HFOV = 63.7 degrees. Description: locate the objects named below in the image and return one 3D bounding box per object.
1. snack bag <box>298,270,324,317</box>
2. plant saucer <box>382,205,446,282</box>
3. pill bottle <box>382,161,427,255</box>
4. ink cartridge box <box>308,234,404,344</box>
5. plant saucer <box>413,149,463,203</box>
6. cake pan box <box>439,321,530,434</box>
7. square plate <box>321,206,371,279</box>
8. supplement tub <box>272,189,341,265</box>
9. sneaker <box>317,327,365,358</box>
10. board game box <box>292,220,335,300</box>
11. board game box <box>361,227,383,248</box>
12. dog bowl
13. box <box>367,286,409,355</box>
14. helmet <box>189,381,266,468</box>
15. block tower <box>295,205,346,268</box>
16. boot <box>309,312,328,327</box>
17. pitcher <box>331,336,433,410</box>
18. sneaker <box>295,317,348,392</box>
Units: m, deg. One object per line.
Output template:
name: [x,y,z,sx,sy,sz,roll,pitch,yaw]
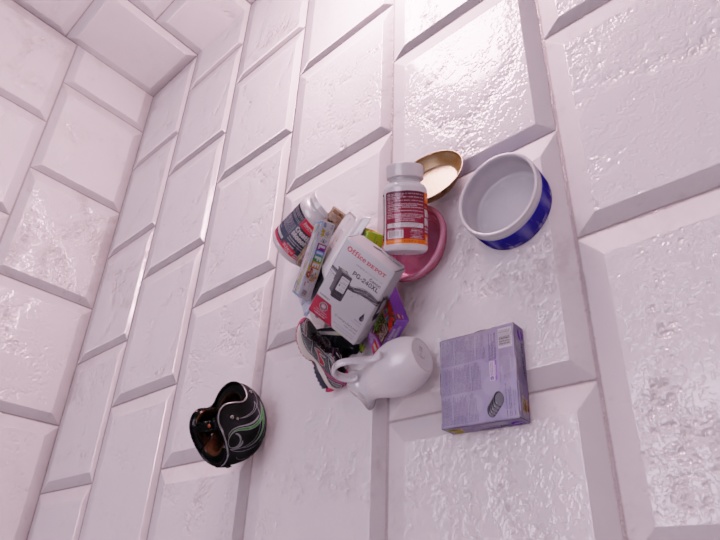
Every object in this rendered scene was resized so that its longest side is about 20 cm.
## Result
snack bag: [-0.106,0.020,1.572,0.191,0.021,0.200,-56,17,4]
plant saucer: [0.140,-0.062,1.449,0.198,0.050,0.205,-25,51,34]
pill bottle: [0.105,-0.144,1.368,0.108,0.108,0.207,-5,83,44]
ink cartridge box: [-0.009,0.041,1.339,0.144,0.083,0.203,34,107,16]
plant saucer: [0.177,-0.230,1.484,0.196,0.036,0.203,-23,36,18]
cake pan box: [0.246,0.216,1.172,0.181,0.052,0.205,-21,54,35]
square plate: [-0.051,-0.075,1.495,0.201,0.028,0.200,-57,16,6]
supplement tub: [-0.156,-0.127,1.732,0.199,0.139,0.142,-42,43,21]
sneaker: [-0.058,0.188,1.494,0.198,0.070,0.086,-13,79,54]
board game box: [-0.126,-0.029,1.528,0.134,0.033,0.205,-164,93,-76]
board game box: [0.000,0.000,1.443,0.102,0.046,0.206,-139,65,-74]
dog bowl: [0.320,-0.153,1.288,0.197,0.078,0.205,-25,52,35]
box: [0.048,0.093,1.423,0.203,0.038,0.139,-110,35,-43]
helmet: [-0.346,0.415,1.577,0.196,0.189,0.206,10,109,31]
block tower: [-0.112,-0.082,1.639,0.202,0.057,0.054,-55,16,11]
boot: [-0.087,0.106,1.588,0.088,0.075,0.199,-20,14,-16]
pitcher: [0.048,0.218,1.286,0.198,0.170,0.124,-33,41,30]
sneaker: [-0.093,0.204,1.457,0.074,0.203,0.081,-24,12,31]
